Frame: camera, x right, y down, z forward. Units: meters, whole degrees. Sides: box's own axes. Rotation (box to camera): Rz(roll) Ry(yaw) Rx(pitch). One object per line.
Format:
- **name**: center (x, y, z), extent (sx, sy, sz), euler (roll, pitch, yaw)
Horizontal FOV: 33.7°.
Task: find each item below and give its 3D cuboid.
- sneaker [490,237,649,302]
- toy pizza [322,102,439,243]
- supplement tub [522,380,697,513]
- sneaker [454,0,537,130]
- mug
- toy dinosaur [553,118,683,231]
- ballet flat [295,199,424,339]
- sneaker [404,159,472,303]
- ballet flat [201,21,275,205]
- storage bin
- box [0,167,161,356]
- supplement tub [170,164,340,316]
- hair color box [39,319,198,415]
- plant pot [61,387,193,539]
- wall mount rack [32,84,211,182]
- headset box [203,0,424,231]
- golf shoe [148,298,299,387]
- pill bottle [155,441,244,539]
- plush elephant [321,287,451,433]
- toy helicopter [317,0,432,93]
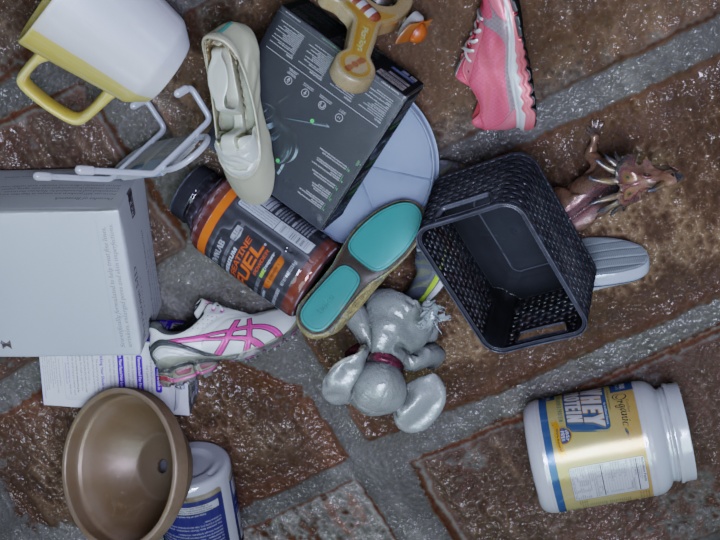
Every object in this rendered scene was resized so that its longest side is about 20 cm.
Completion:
- **sneaker**: center (0.256, 0.011, 1.460), extent (0.197, 0.074, 0.071), euler (-7, 132, 15)
- **toy pizza**: center (-0.002, -0.129, 1.408), extent (0.197, 0.032, 0.203), euler (4, 107, 14)
- **supplement tub**: center (0.315, 0.221, 1.513), extent (0.197, 0.145, 0.146), euler (-12, 116, 10)
- **sneaker**: center (0.143, -0.244, 1.327), extent (0.086, 0.074, 0.202), euler (-9, 116, 11)
- **mug**: center (-0.283, -0.262, 1.330), extent (0.153, 0.151, 0.186), euler (36, 147, -23)
- **toy dinosaur**: center (0.262, -0.082, 1.366), extent (0.086, 0.136, 0.200), euler (37, 115, -14)
- **ballet flat**: center (0.000, 0.000, 1.387), extent (0.071, 0.071, 0.200), euler (44, 83, -17)
- **sneaker**: center (0.088, -0.048, 1.443), extent (0.080, 0.074, 0.202), euler (23, 111, 3)
- **ballet flat**: center (-0.136, -0.164, 1.283), extent (0.068, 0.070, 0.203), euler (-5, 105, 7)
- **storage bin**: center (0.167, -0.017, 1.338), extent (0.134, 0.094, 0.201), euler (-16, 125, 31)
- **box**: center (-0.360, -0.011, 1.455), extent (0.197, 0.131, 0.201), euler (0, 118, 5)
- **supplement tub**: center (-0.129, -0.041, 1.421), extent (0.199, 0.107, 0.108), euler (35, 116, 7)
- **hair color box**: center (-0.315, 0.122, 1.558), extent (0.197, 0.065, 0.111), euler (5, 117, 4)
- **plant pot**: center (-0.281, 0.252, 1.521), extent (0.199, 0.092, 0.204), euler (-4, 83, 32)
- **wall mount rack**: center (-0.263, -0.134, 1.341), extent (0.199, 0.174, 0.075), euler (-1, 130, 53)
- **headset box**: center (-0.056, -0.170, 1.343), extent (0.173, 0.093, 0.201), euler (35, 112, 4)
- **golf shoe**: center (-0.167, 0.074, 1.488), extent (0.198, 0.072, 0.093), euler (-19, 95, -23)
- **pill bottle**: center (-0.219, 0.348, 1.639), extent (0.109, 0.111, 0.203), euler (-3, 117, 6)
- **plush elephant**: center (0.025, 0.110, 1.432), extent (0.164, 0.200, 0.156), euler (32, 77, -17)
- **toy helicopter**: center (0.013, -0.258, 1.265), extent (0.131, 0.202, 0.079), euler (23, 141, -13)
